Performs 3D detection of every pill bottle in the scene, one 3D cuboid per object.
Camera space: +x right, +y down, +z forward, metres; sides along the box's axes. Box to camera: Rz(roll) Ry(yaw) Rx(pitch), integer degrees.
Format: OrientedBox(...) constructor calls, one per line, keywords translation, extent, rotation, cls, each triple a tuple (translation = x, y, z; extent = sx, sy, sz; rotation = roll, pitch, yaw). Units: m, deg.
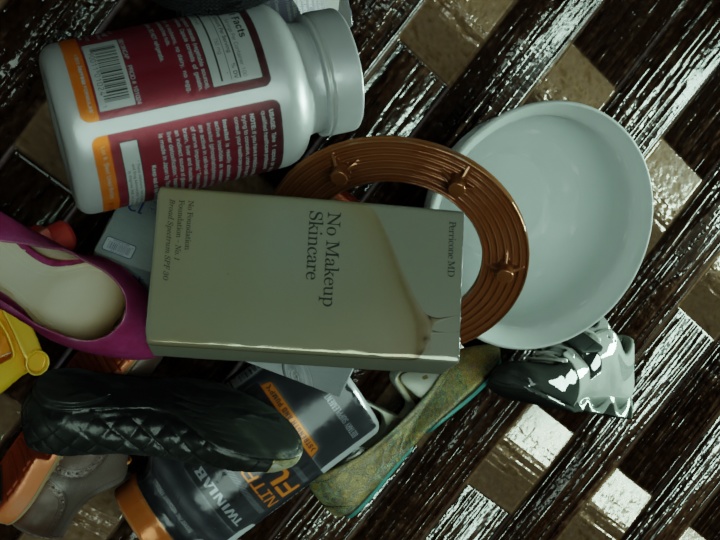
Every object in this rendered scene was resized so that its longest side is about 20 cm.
OrientedBox(translation=(-0.104, -0.114, 0.754), extent=(0.198, 0.113, 0.114), rotation=(-15, 112, -15), cls="pill bottle")
OrientedBox(translation=(-0.092, 0.140, 0.879), extent=(0.199, 0.106, 0.107), rotation=(-37, 116, -6), cls="pill bottle")

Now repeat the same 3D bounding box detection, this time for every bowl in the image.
OrientedBox(translation=(0.128, -0.044, 0.912), extent=(0.199, 0.090, 0.203), rotation=(-6, 108, -19), cls="bowl")

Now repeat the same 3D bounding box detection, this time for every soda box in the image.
OrientedBox(translation=(-0.091, 0.017, 0.812), extent=(0.199, 0.064, 0.068), rotation=(21, 142, -3), cls="soda box")

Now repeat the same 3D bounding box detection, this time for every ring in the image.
OrientedBox(translation=(0.024, -0.009, 0.825), extent=(0.199, 0.019, 0.202), rotation=(4, 130, 5), cls="ring")

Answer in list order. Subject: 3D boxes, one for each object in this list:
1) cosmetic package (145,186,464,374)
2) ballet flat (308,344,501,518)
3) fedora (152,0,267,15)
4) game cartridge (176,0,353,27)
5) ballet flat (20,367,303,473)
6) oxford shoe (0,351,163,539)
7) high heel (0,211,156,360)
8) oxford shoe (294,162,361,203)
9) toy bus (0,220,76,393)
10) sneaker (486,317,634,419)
OrientedBox(translation=(-0.036, 0.009, 0.741), extent=(0.198, 0.073, 0.104), rotation=(3, 79, -6), cls="cosmetic package")
OrientedBox(translation=(0.033, 0.120, 0.946), extent=(0.200, 0.071, 0.071), rotation=(-45, 116, -3), cls="ballet flat")
OrientedBox(translation=(-0.106, -0.222, 0.714), extent=(0.199, 0.201, 0.092), rotation=(-11, 144, -17), cls="fedora")
OrientedBox(translation=(-0.076, -0.232, 0.806), extent=(0.129, 0.038, 0.202), rotation=(-16, 112, -20), cls="game cartridge")
OrientedBox(translation=(-0.138, 0.111, 0.800), extent=(0.198, 0.067, 0.057), rotation=(12, 126, -12), cls="ballet flat")
OrientedBox(translation=(-0.198, 0.115, 0.853), extent=(0.073, 0.071, 0.200), rotation=(37, 95, -32), cls="oxford shoe")
OrientedBox(translation=(-0.187, 0.014, 0.705), extent=(0.067, 0.096, 0.200), rotation=(-51, 124, -5), cls="high heel")
OrientedBox(translation=(0.000, 0.000, 0.890), extent=(0.072, 0.071, 0.200), rotation=(-41, 117, 1), cls="oxford shoe")
OrientedBox(translation=(-0.289, 0.001, 0.755), extent=(0.191, 0.135, 0.201), rotation=(-31, 113, -23), cls="toy bus")
OrientedBox(translation=(0.176, 0.076, 0.966), extent=(0.199, 0.074, 0.089), rotation=(12, 89, -52), cls="sneaker")
